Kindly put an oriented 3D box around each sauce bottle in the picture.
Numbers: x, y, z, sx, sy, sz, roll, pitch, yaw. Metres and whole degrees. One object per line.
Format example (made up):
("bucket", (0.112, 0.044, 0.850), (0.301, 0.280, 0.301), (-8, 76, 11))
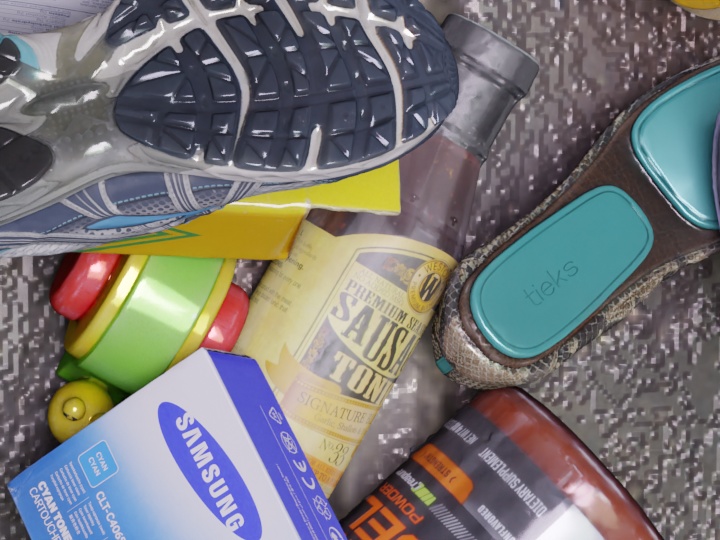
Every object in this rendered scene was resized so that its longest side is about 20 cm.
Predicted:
("sauce bottle", (0.000, 0.000, 0.969), (0.066, 0.066, 0.201), (28, 91, -17))

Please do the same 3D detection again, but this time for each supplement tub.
("supplement tub", (0.016, 0.144, 0.971), (0.200, 0.107, 0.107), (-43, 106, -6))

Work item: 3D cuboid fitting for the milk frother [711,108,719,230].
("milk frother", (0.215, -0.082, 0.934), (0.187, 0.200, 0.181), (-16, 128, -15))

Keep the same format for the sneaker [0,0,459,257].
("sneaker", (-0.068, -0.048, 0.829), (0.199, 0.086, 0.078), (-8, 73, -3))

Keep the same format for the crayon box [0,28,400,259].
("crayon box", (-0.088, -0.072, 0.909), (0.199, 0.051, 0.128), (3, 70, -9))

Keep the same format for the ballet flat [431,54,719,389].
("ballet flat", (0.103, -0.021, 0.987), (0.200, 0.075, 0.068), (-36, 88, -19))

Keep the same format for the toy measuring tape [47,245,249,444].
("toy measuring tape", (-0.058, -0.023, 0.948), (0.073, 0.074, 0.201), (30, 89, -17))

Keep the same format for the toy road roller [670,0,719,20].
("toy road roller", (0.148, -0.204, 0.921), (0.145, 0.123, 0.201), (-16, 108, 27))

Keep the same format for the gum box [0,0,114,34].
("gum box", (-0.103, -0.140, 0.866), (0.199, 0.066, 0.114), (9, 68, -8))

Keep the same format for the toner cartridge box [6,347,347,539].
("toner cartridge box", (-0.039, 0.137, 0.901), (0.095, 0.043, 0.201), (-34, 71, 17))
